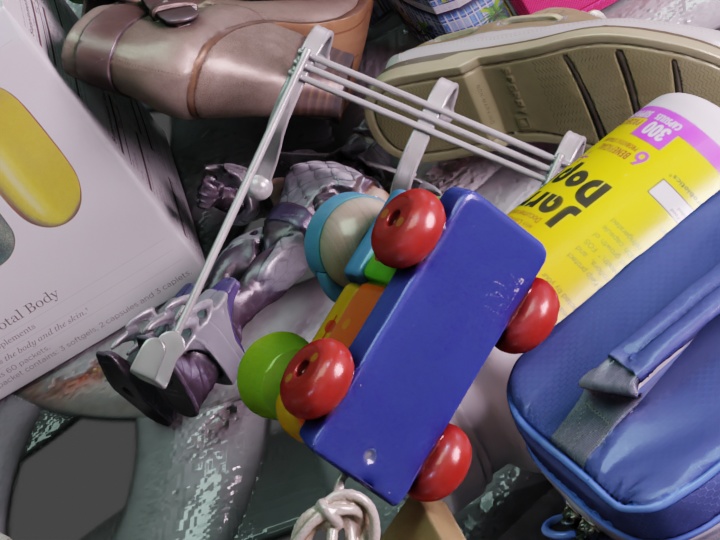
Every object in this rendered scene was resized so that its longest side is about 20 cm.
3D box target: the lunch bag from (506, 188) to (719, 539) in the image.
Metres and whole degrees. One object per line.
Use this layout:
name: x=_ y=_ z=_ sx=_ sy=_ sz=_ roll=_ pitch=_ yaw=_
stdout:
lunch bag: x=0.157 y=0.051 z=1.203 sx=0.200 sy=0.132 sz=0.136 roll=-40 pitch=36 yaw=-8

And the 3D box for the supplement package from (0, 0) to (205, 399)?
supplement package: x=-0.204 y=-0.065 z=1.562 sx=0.152 sy=0.200 sz=0.151 roll=-31 pitch=36 yaw=7

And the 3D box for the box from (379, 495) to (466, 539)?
box: x=0.003 y=0.185 z=1.138 sx=0.164 sy=0.021 sz=0.200 roll=-57 pitch=16 yaw=7

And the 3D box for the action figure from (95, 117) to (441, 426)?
action figure: x=-0.043 y=-0.011 z=1.489 sx=0.130 sy=0.069 sz=0.200 roll=2 pitch=45 yaw=53

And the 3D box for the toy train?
toy train: x=-0.015 y=0.056 z=1.213 sx=0.200 sy=0.085 sz=0.116 roll=-59 pitch=30 yaw=-9

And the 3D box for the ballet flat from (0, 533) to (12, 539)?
ballet flat: x=-0.165 y=0.167 z=1.396 sx=0.067 sy=0.067 sz=0.200 roll=-17 pitch=37 yaw=-12

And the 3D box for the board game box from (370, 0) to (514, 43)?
board game box: x=-0.015 y=-0.220 z=1.591 sx=0.062 sy=0.200 sz=0.200 roll=-35 pitch=35 yaw=-2

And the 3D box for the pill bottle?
pill bottle: x=0.093 y=0.018 z=1.300 sx=0.200 sy=0.104 sz=0.104 roll=-38 pitch=35 yaw=-15

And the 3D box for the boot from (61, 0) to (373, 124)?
boot: x=-0.073 y=-0.119 z=1.535 sx=0.146 sy=0.070 sz=0.200 roll=12 pitch=11 yaw=2

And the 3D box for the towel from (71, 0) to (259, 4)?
towel: x=-0.087 y=-0.162 z=1.588 sx=0.149 sy=0.031 sz=0.200 roll=2 pitch=0 yaw=-6

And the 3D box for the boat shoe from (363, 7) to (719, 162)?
boat shoe: x=0.103 y=-0.099 z=1.464 sx=0.200 sy=0.075 sz=0.068 roll=0 pitch=34 yaw=23

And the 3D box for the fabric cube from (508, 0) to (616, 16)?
fabric cube: x=0.114 y=-0.282 z=1.561 sx=0.200 sy=0.199 sz=0.196 roll=-28 pitch=37 yaw=9

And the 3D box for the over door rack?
over door rack: x=0.000 y=0.000 z=1.393 sx=0.148 sy=0.067 sz=0.200 roll=23 pitch=71 yaw=10
